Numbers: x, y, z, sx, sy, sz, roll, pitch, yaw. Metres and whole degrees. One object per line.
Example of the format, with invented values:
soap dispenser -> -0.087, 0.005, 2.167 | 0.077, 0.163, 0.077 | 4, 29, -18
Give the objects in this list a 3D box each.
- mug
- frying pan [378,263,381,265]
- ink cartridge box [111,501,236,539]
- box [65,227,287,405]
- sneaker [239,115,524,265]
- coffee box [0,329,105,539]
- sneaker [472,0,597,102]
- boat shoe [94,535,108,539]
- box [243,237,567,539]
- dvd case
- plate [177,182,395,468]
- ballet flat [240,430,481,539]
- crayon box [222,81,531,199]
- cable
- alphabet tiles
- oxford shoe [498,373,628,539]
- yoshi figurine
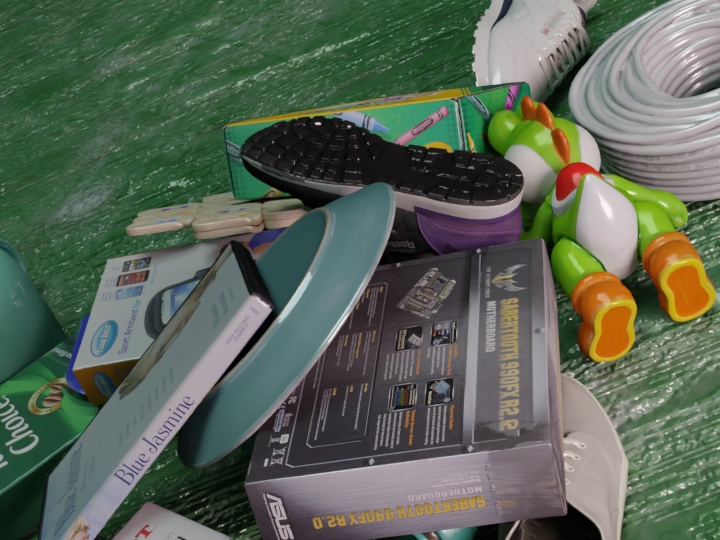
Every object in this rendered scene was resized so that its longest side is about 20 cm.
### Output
mug -> -0.328, 0.042, 1.096 | 0.152, 0.115, 0.185 | -33, 34, -9
frying pan -> 0.011, 0.005, 0.993 | 0.115, 0.031, 0.190 | 17, 56, 45
ink cartridge box -> -0.081, 0.218, 0.713 | 0.200, 0.084, 0.146 | 12, 49, 43
box -> -0.111, 0.029, 0.960 | 0.200, 0.042, 0.119 | -9, 38, 11
sneaker -> 0.008, -0.037, 0.908 | 0.200, 0.088, 0.076 | 17, 39, 26
coffee box -> -0.219, 0.112, 0.988 | 0.200, 0.044, 0.123 | -36, 35, -14
sneaker -> 0.140, -0.177, 1.109 | 0.080, 0.076, 0.200 | -2, 41, 18
boat shoe -> -0.224, 0.229, 0.811 | 0.071, 0.070, 0.201 | 10, 51, 38
box -> 0.031, 0.063, 0.772 | 0.158, 0.048, 0.200 | -9, 30, 11
dvd case -> -0.124, 0.077, 0.820 | 0.200, 0.018, 0.143 | -52, 16, 4
plate -> -0.052, 0.024, 0.807 | 0.200, 0.026, 0.200 | -47, 17, 20
ballet flat -> 0.002, 0.107, 0.824 | 0.200, 0.067, 0.070 | 24, 59, 42
crayon box -> 0.014, -0.095, 1.026 | 0.200, 0.058, 0.119 | -3, 11, 31
cable -> 0.249, -0.129, 0.968 | 0.200, 0.069, 0.200 | 1, 43, 37
alphabet tiles -> -0.072, -0.047, 1.039 | 0.195, 0.015, 0.200 | -9, 9, -2
oxford shoe -> 0.104, 0.117, 0.747 | 0.075, 0.058, 0.200 | -17, 33, 17
yoshi figurine -> 0.144, -0.027, 0.906 | 0.112, 0.112, 0.200 | -58, 39, 28
